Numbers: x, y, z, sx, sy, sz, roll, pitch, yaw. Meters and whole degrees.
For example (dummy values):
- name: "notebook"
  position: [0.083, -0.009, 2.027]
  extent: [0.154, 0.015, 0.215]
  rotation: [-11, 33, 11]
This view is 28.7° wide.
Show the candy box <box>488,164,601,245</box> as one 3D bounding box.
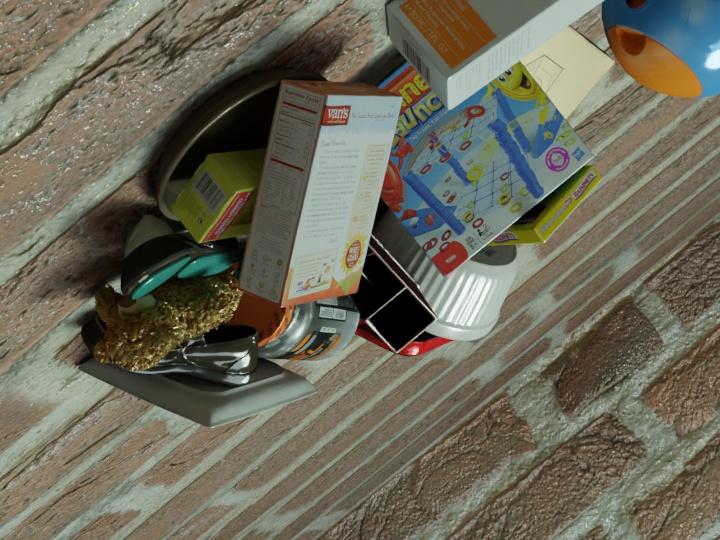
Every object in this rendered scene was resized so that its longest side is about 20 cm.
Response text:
- name: "candy box"
  position: [0.166, -0.068, 1.523]
  extent: [0.102, 0.026, 0.200]
  rotation: [-44, -161, -22]

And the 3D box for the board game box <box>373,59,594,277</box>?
- name: "board game box"
  position: [0.100, -0.132, 1.439]
  extent: [0.200, 0.196, 0.056]
  rotation: [-40, -172, 4]

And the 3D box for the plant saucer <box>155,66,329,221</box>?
- name: "plant saucer"
  position: [-0.113, -0.122, 1.325]
  extent: [0.200, 0.030, 0.200]
  rotation: [-34, 162, -12]

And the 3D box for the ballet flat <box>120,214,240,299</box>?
- name: "ballet flat"
  position: [-0.188, -0.019, 1.362]
  extent: [0.068, 0.069, 0.200]
  rotation: [-40, 173, 20]

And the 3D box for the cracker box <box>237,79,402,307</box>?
- name: "cracker box"
  position: [-0.037, -0.074, 1.309]
  extent: [0.134, 0.057, 0.201]
  rotation: [-9, 116, -58]

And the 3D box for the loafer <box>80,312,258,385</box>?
- name: "loafer"
  position: [-0.198, 0.068, 1.498]
  extent: [0.199, 0.073, 0.072]
  rotation: [10, 116, -27]

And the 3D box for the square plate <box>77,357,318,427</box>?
- name: "square plate"
  position: [-0.179, 0.115, 1.585]
  extent: [0.200, 0.197, 0.029]
  rotation: [-13, 116, -55]

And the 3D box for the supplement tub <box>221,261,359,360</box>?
- name: "supplement tub"
  position: [-0.088, 0.043, 1.644]
  extent: [0.122, 0.123, 0.200]
  rotation: [-42, 162, 13]

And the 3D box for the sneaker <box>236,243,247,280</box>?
- name: "sneaker"
  position: [-0.088, -0.037, 1.449]
  extent: [0.075, 0.079, 0.200]
  rotation: [-3, -166, 2]

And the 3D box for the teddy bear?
- name: "teddy bear"
  position: [-0.192, 0.031, 1.414]
  extent: [0.200, 0.145, 0.067]
  rotation: [-24, 126, -48]

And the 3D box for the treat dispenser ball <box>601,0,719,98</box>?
- name: "treat dispenser ball"
  position: [0.371, -0.294, 1.571]
  extent: [0.200, 0.201, 0.201]
  rotation: [-34, 163, -12]

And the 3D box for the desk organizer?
- name: "desk organizer"
  position: [0.000, 0.000, 1.607]
  extent: [0.072, 0.077, 0.200]
  rotation: [-40, 124, 6]

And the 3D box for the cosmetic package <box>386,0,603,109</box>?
- name: "cosmetic package"
  position: [0.134, -0.258, 1.350]
  extent: [0.200, 0.102, 0.071]
  rotation: [-36, 163, -8]

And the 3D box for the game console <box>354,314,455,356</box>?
- name: "game console"
  position: [0.033, 0.045, 1.798]
  extent: [0.177, 0.199, 0.031]
  rotation: [-19, 128, -52]

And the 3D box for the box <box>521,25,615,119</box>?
- name: "box"
  position: [0.175, -0.195, 1.583]
  extent: [0.163, 0.021, 0.200]
  rotation: [26, 110, -42]

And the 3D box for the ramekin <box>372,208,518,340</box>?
- name: "ramekin"
  position: [0.104, -0.016, 1.773]
  extent: [0.200, 0.200, 0.105]
  rotation: [-15, 141, -53]

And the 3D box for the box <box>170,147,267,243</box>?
- name: "box"
  position: [-0.088, -0.078, 1.354]
  extent: [0.075, 0.050, 0.200]
  rotation: [-49, 160, 28]
